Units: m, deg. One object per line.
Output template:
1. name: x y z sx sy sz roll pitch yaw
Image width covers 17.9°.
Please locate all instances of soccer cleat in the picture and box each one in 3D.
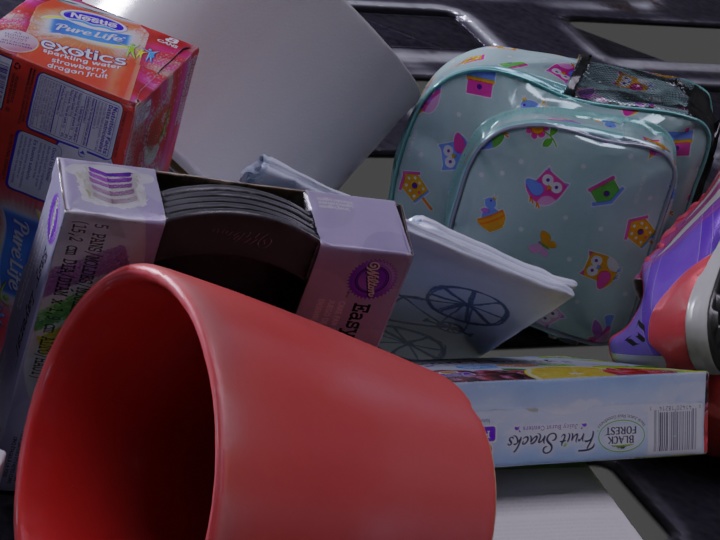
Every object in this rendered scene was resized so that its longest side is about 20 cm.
1. soccer cleat: 0.207 -0.009 1.405 0.073 0.068 0.200 -5 36 26

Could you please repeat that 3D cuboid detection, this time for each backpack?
1. backpack: 0.116 -0.052 1.482 0.199 0.176 0.153 18 23 10

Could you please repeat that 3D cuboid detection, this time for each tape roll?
1. tape roll: -0.081 -0.125 1.442 0.203 0.139 0.203 41 -4 4

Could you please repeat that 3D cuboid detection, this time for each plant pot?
1. plant pot: -0.044 0.107 1.098 0.177 0.201 0.201 10 27 -34

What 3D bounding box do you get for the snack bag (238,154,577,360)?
1. snack bag: 0.000 0.000 1.316 0.199 0.189 0.021 22 67 -13

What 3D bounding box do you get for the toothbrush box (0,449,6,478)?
1. toothbrush box: -0.256 0.141 1.007 0.146 0.086 0.200 16 28 -1

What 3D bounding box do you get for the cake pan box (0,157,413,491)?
1. cake pan box: -0.086 0.036 1.174 0.184 0.200 0.052 7 38 -21

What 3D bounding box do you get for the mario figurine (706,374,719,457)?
1. mario figurine: 0.256 0.050 1.444 0.123 0.106 0.200 8 20 18

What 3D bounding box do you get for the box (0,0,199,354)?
1. box: -0.169 -0.041 1.266 0.099 0.201 0.096 22 30 9

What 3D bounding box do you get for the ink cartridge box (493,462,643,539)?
1. ink cartridge box: 0.097 0.173 1.193 0.145 0.048 0.200 1 32 -28

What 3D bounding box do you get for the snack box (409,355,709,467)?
1. snack box: 0.075 0.078 1.287 0.199 0.053 0.142 0 1 -31
